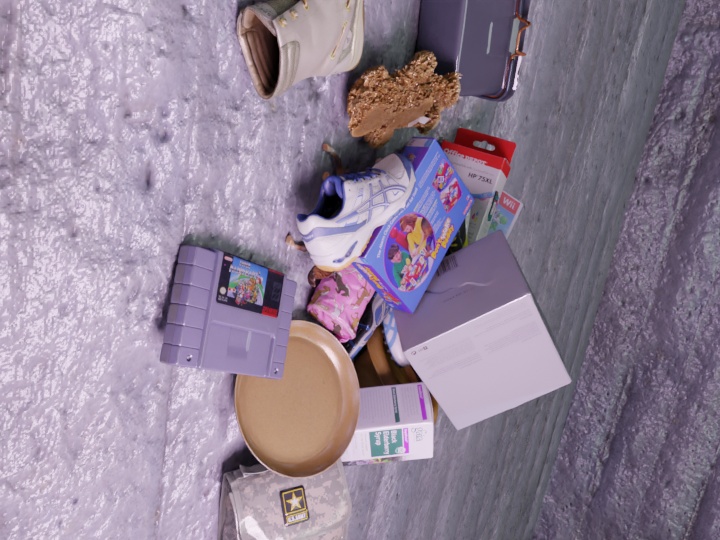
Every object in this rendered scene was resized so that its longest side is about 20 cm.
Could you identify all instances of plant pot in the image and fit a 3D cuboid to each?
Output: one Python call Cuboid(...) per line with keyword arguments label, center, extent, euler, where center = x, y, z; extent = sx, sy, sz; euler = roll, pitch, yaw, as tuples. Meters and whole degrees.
Cuboid(label="plant pot", center=(-0.084, 0.168, 0.930), extent=(0.198, 0.027, 0.204), euler=(11, 73, -38))

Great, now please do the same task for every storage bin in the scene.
Cuboid(label="storage bin", center=(0.161, -0.344, 1.031), extent=(0.133, 0.145, 0.203), euler=(-23, 127, -41))

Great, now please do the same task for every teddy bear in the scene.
Cuboid(label="teddy bear", center=(0.054, -0.230, 0.946), extent=(0.198, 0.067, 0.145), euler=(-21, 158, -28))

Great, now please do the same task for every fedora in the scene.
Cuboid(label="fedora", center=(0.051, 0.180, 1.172), extent=(0.081, 0.203, 0.200), euler=(-32, 160, 21))

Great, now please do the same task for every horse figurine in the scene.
Cuboid(label="horse figurine", center=(-0.029, -0.073, 0.946), extent=(0.132, 0.049, 0.203), euler=(25, 83, -56))

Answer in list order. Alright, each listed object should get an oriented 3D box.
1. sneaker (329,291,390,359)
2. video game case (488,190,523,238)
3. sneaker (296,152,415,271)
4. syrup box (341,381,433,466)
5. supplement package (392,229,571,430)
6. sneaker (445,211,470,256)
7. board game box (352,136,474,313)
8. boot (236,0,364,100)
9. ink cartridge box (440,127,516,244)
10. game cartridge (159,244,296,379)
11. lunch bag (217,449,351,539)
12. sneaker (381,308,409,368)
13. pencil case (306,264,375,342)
Cuboid(label="sneaker", center=(0.006, 0.071, 1.067), extent=(0.201, 0.075, 0.077), euler=(-57, 145, -21))
Cuboid(label="video game case", center=(0.195, -0.072, 1.268), extent=(0.202, 0.142, 0.017), euler=(-62, -169, -15))
Cuboid(label="sneaker", center=(-0.001, -0.094, 0.881), extent=(0.201, 0.075, 0.089), euler=(-53, 129, -30))
Cuboid(label="syrup box", center=(0.007, 0.228, 1.037), extent=(0.082, 0.196, 0.080), euler=(-94, 179, -52))
Cuboid(label="supplement package", center=(0.173, 0.090, 1.034), extent=(0.201, 0.189, 0.148), euler=(55, 16, -37))
Cuboid(label="sneaker", center=(0.137, -0.034, 1.109), extent=(0.084, 0.073, 0.204), euler=(-4, 85, -65))
Cuboid(label="board game box", center=(0.072, -0.063, 0.980), extent=(0.135, 0.044, 0.202), euler=(47, 66, -40))
Cuboid(label="boot", center=(-0.060, -0.292, 0.733), extent=(0.154, 0.071, 0.203), euler=(-36, 137, -43))
Cuboid(label="ink cartridge box", center=(0.175, -0.140, 1.185), extent=(0.067, 0.115, 0.203), euler=(16, 93, -69))
Cuboid(label="game cartridge", center=(-0.141, 0.052, 0.810), extent=(0.199, 0.038, 0.132), euler=(24, 76, -60))
Cuboid(label="lunch bag", center=(-0.104, 0.343, 0.958), extent=(0.162, 0.117, 0.203), euler=(-8, 114, -28))
Cuboid(label="sneaker", center=(0.082, 0.057, 1.140), extent=(0.072, 0.072, 0.203), euler=(36, 55, -46))
Cuboid(label="pencil case", center=(0.000, 0.000, 1.010), extent=(0.201, 0.086, 0.083), euler=(-58, -177, -21))
